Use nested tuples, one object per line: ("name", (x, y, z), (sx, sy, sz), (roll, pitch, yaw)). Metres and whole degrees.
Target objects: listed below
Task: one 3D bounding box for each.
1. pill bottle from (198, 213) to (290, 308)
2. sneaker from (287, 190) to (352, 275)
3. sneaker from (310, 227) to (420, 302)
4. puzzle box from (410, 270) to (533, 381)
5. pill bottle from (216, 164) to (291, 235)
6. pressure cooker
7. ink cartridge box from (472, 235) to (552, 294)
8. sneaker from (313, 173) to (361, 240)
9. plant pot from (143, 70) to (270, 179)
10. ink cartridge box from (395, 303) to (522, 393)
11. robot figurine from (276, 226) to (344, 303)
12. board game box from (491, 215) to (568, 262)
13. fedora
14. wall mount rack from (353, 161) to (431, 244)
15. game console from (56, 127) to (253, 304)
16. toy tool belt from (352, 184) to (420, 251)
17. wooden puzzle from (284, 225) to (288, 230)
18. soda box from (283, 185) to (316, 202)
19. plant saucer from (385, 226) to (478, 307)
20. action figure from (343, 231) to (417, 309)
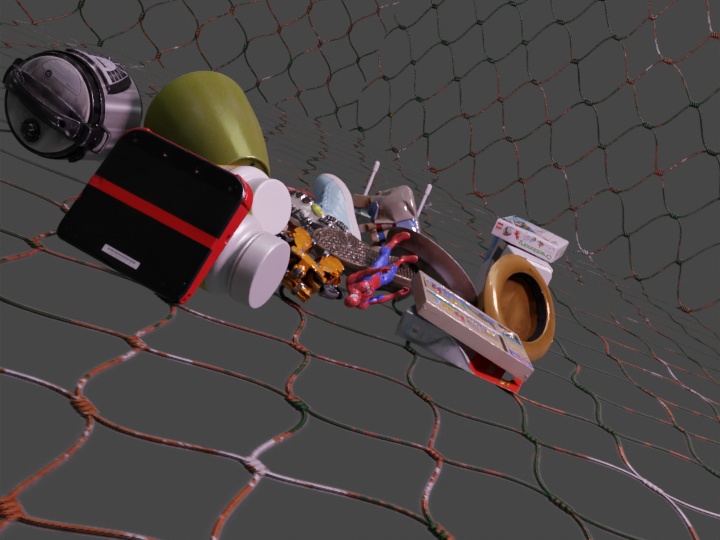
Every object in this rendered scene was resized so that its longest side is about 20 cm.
("pill bottle", (-0.198, -0.038, 1.185), (0.199, 0.115, 0.114), (27, 13, 16))
("sneaker", (-0.073, -0.058, 1.609), (0.077, 0.085, 0.200), (-29, 59, -21))
("sneaker", (0.000, 0.000, 1.515), (0.199, 0.076, 0.071), (23, 40, -11))
("puzzle box", (0.166, 0.082, 1.393), (0.200, 0.025, 0.133), (33, 16, -13))
("pill bottle", (-0.196, -0.095, 1.306), (0.199, 0.110, 0.109), (8, 0, 39))
("pressure cooker", (-0.466, -0.261, 1.481), (0.175, 0.180, 0.200), (-5, 5, 17))
("ink cartridge box", (0.281, 0.024, 1.750), (0.083, 0.146, 0.200), (23, 12, -6))
("sneaker", (-0.061, -0.108, 1.700), (0.082, 0.074, 0.200), (12, 42, -39))
("plant pot", (-0.227, -0.190, 1.477), (0.187, 0.188, 0.200), (13, 27, -41))
("ink cartridge box", (0.165, 0.109, 1.411), (0.199, 0.047, 0.160), (25, 13, 12))
("robot figurine", (-0.082, -0.007, 1.364), (0.145, 0.058, 0.200), (42, 12, -2))
("board game box", (0.332, -0.063, 1.788), (0.126, 0.035, 0.200), (27, 13, 14))
("fedora", (0.255, 0.070, 1.591), (0.200, 0.202, 0.082), (13, -24, -42))
("wall mount rack", (0.047, -0.114, 1.839), (0.199, 0.174, 0.075), (22, 44, -12))
("game console", (-0.249, -0.072, 1.130), (0.199, 0.177, 0.031), (27, -13, 16))
("toy tool belt", (0.053, -0.058, 1.741), (0.122, 0.201, 0.125), (-11, -10, 7))
("wooden puzzle", (-0.216, -0.082, 1.510), (0.185, 0.046, 0.200), (24, 8, -4))
("soda box", (-0.159, -0.125, 1.738), (0.070, 0.064, 0.200), (34, 15, 36))
("plant saucer", (0.113, 0.008, 1.575), (0.200, 0.032, 0.200), (39, -20, 17))
("action figure", (0.047, 0.003, 1.407), (0.099, 0.065, 0.200), (-8, 22, 37))
